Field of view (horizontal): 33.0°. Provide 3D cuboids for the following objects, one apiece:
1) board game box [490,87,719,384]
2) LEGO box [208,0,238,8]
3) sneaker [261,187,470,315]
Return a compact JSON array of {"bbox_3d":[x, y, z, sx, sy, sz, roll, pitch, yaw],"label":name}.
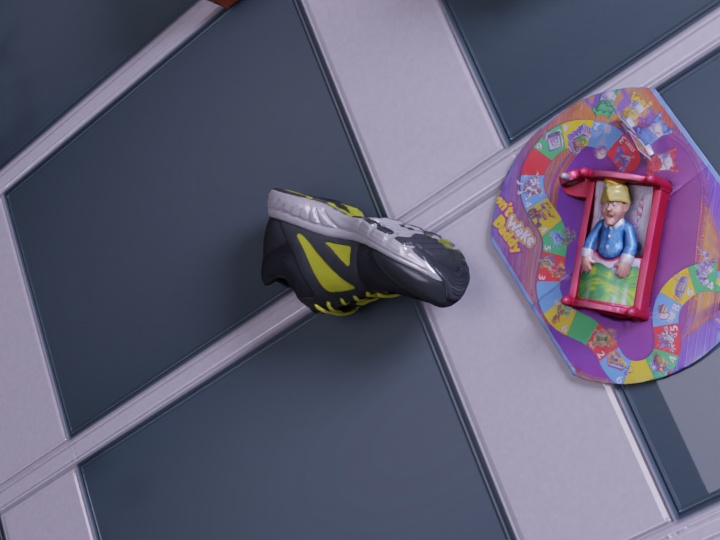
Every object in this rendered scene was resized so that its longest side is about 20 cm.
[{"bbox_3d":[0.164,-0.025,0.810,0.158,0.039,0.201,-40,63,23],"label":"board game box"},{"bbox_3d":[-0.097,-0.349,1.015,0.148,0.077,0.202,-22,71,30],"label":"LEGO box"},{"bbox_3d":[0.000,0.000,0.911,0.199,0.074,0.086,24,103,43],"label":"sneaker"}]
